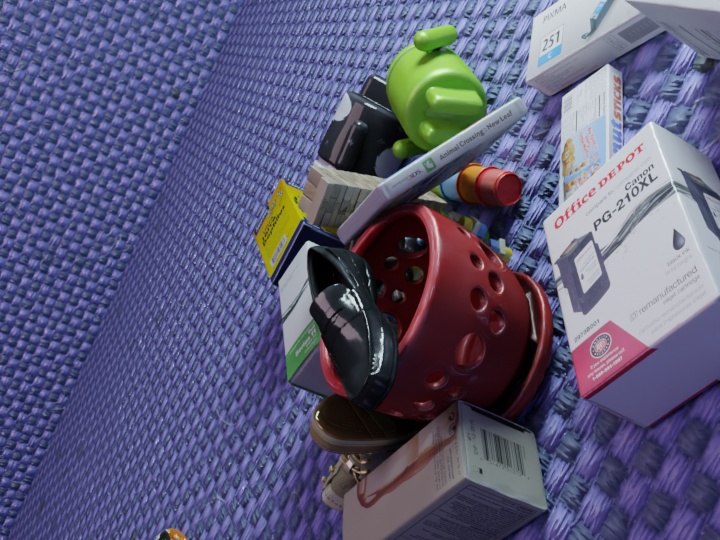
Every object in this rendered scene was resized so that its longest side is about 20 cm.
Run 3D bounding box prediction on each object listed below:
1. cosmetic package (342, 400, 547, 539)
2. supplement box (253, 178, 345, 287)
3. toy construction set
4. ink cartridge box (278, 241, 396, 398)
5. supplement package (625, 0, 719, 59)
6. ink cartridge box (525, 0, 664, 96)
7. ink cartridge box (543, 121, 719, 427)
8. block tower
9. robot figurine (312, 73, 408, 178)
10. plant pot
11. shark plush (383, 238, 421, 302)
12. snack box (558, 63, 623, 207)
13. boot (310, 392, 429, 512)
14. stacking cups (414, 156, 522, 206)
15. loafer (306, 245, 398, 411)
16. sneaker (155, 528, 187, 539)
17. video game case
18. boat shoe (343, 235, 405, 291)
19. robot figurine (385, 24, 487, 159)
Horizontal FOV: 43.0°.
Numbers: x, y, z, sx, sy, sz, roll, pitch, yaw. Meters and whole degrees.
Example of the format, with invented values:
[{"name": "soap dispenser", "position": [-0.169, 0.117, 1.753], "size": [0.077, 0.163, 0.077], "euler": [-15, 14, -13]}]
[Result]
[{"name": "cosmetic package", "position": [0.075, 0.225, 0.889], "size": [0.200, 0.102, 0.088], "euler": [-46, 31, 36]}, {"name": "supplement box", "position": [-0.088, -0.047, 1.451], "size": [0.111, 0.108, 0.200], "euler": [-60, 25, 15]}, {"name": "toy construction set", "position": [0.087, 0.012, 1.076], "size": [0.200, 0.092, 0.132], "euler": [-47, 30, 17]}, {"name": "ink cartridge box", "position": [-0.022, 0.072, 1.167], "size": [0.083, 0.145, 0.201], "euler": [-52, 29, 27]}, {"name": "supplement package", "position": [0.333, -0.237, 0.747], "size": [0.115, 0.108, 0.200], "euler": [-62, 25, 9]}, {"name": "ink cartridge box", "position": [0.272, -0.313, 1.018], "size": [0.199, 0.044, 0.179], "euler": [-24, 49, 56]}, {"name": "ink cartridge box", "position": [0.240, 0.001, 0.761], "size": [0.145, 0.083, 0.202], "euler": [-46, 31, 37]}, {"name": "block tower", "position": [0.017, -0.079, 1.095], "size": [0.058, 0.198, 0.055], "euler": [39, 115, 44]}, {"name": "robot figurine", "position": [0.008, -0.184, 1.359], "size": [0.125, 0.149, 0.202], "euler": [38, 105, 49]}, {"name": "plant pot", "position": [0.083, 0.058, 0.918], "size": [0.200, 0.180, 0.203], "euler": [-46, 31, 38]}, {"name": "shark plush", "position": [0.040, -0.054, 1.214], "size": [0.091, 0.082, 0.202], "euler": [125, 156, -48]}, {"name": "snack box", "position": [0.237, -0.114, 0.941], "size": [0.072, 0.024, 0.203], "euler": [-33, 41, 50]}, {"name": "boot", "position": [-0.004, 0.201, 0.982], "size": [0.072, 0.198, 0.156], "euler": [48, 118, 29]}, {"name": "stacking cups", "position": [0.125, -0.111, 1.124], "size": [0.199, 0.060, 0.061], "euler": [16, 83, 66]}, {"name": "loafer", "position": [-0.015, 0.047, 0.830], "size": [0.068, 0.070, 0.202], "euler": [-53, 29, 24]}, {"name": "sneaker", "position": [-0.341, 0.542, 1.525], "size": [0.092, 0.075, 0.202], "euler": [-48, 22, 51]}, {"name": "video game case", "position": [0.069, -0.101, 0.974], "size": [0.181, 0.022, 0.200], "euler": [-33, -1, -17]}, {"name": "boat shoe", "position": [0.000, 0.000, 1.083], "size": [0.057, 0.066, 0.200], "euler": [-56, 0, 31]}, {"name": "robot figurine", "position": [0.099, -0.233, 1.218], "size": [0.201, 0.114, 0.178], "euler": [-110, 23, -56]}]
